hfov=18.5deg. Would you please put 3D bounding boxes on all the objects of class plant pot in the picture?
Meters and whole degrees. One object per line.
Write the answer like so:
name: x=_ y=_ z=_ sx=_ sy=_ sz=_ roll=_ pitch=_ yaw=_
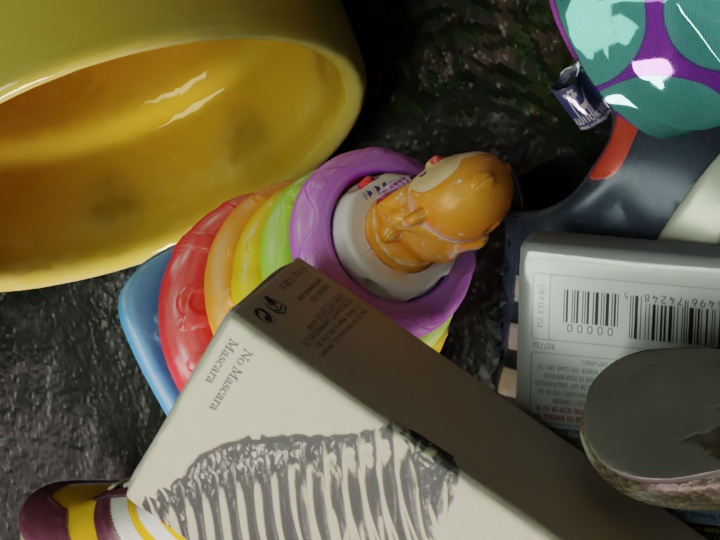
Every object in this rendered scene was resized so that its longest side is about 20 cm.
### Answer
plant pot: x=-0.120 y=-0.119 z=0.844 sx=0.201 sy=0.200 sz=0.190 roll=-38 pitch=66 yaw=43

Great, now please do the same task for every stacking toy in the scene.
stacking toy: x=0.000 y=0.000 z=0.789 sx=0.110 sy=0.116 sz=0.200 roll=61 pitch=152 yaw=6

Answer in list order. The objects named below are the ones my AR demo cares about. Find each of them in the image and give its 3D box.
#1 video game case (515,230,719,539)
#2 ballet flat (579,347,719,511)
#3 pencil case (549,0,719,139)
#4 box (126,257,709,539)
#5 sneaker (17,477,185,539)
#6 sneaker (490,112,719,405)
video game case: x=0.148 y=0.084 z=0.727 sx=0.198 sy=0.022 sz=0.184 roll=5 pitch=108 yaw=15
ballet flat: x=0.167 y=0.052 z=0.679 sx=0.198 sy=0.046 sz=0.068 roll=-1 pitch=67 yaw=12
pencil case: x=0.146 y=-0.112 z=0.654 sx=0.199 sy=0.086 sz=0.092 roll=-27 pitch=129 yaw=35
box: x=0.031 y=0.089 z=0.715 sx=0.199 sy=0.068 sz=0.082 roll=33 pitch=112 yaw=7
sneaker: x=-0.068 y=0.098 z=0.955 sx=0.199 sy=0.075 sz=0.091 roll=8 pitch=112 yaw=31
sneaker: x=0.073 y=0.011 z=0.793 sx=0.084 sy=0.075 sz=0.201 roll=43 pitch=120 yaw=20
